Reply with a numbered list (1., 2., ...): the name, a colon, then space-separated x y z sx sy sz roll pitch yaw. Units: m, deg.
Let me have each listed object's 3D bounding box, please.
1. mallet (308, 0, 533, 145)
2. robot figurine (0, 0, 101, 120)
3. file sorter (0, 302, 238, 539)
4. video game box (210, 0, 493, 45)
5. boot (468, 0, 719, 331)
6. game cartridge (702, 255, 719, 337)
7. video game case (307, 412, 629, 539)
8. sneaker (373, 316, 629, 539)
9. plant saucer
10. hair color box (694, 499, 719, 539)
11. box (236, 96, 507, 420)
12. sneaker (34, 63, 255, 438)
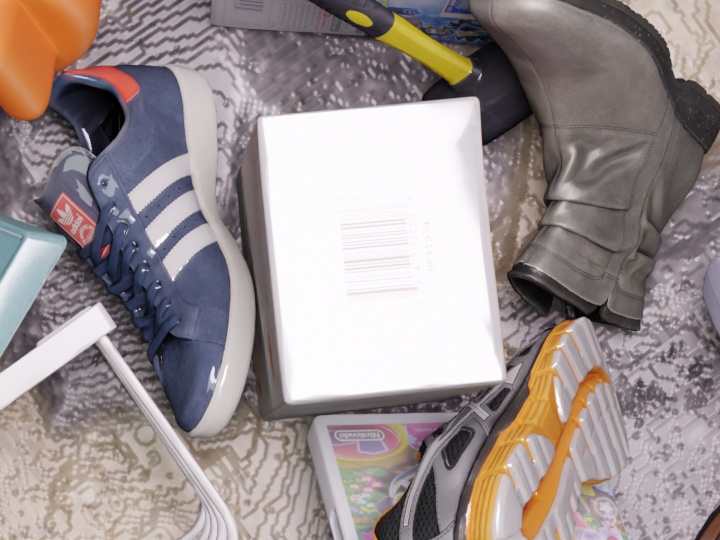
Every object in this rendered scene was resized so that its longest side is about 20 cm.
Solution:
1. mallet: 0.008 -0.107 1.152 0.200 0.066 0.041 19 43 -40
2. robot figurine: -0.173 -0.168 1.151 0.116 0.144 0.201 18 61 -32
3. file sorter: -0.141 0.105 1.103 0.139 0.200 0.125 -35 93 -7
4. video game box: 0.024 -0.158 1.135 0.182 0.200 0.047 6 76 -4
5. boot: 0.101 -0.049 1.150 0.068 0.200 0.131 14 77 39
6. game cartridge: 0.255 0.050 1.147 0.133 0.041 0.200 -17 46 -24
7. video game case: 0.064 0.147 1.130 0.143 0.018 0.200 0 48 -20
8. sneaker: 0.068 0.082 1.132 0.077 0.200 0.078 -15 105 28
9. plant saucer: -0.208 -0.008 1.119 0.019 0.200 0.070 37 78 -38
10. hair color box: 0.193 0.151 1.122 0.061 0.200 0.102 34 83 -1
11. box: 0.000 0.000 1.119 0.097 0.200 0.125 -5 86 -6
12. sneaker: -0.107 -0.012 1.142 0.084 0.075 0.200 7 51 -29
